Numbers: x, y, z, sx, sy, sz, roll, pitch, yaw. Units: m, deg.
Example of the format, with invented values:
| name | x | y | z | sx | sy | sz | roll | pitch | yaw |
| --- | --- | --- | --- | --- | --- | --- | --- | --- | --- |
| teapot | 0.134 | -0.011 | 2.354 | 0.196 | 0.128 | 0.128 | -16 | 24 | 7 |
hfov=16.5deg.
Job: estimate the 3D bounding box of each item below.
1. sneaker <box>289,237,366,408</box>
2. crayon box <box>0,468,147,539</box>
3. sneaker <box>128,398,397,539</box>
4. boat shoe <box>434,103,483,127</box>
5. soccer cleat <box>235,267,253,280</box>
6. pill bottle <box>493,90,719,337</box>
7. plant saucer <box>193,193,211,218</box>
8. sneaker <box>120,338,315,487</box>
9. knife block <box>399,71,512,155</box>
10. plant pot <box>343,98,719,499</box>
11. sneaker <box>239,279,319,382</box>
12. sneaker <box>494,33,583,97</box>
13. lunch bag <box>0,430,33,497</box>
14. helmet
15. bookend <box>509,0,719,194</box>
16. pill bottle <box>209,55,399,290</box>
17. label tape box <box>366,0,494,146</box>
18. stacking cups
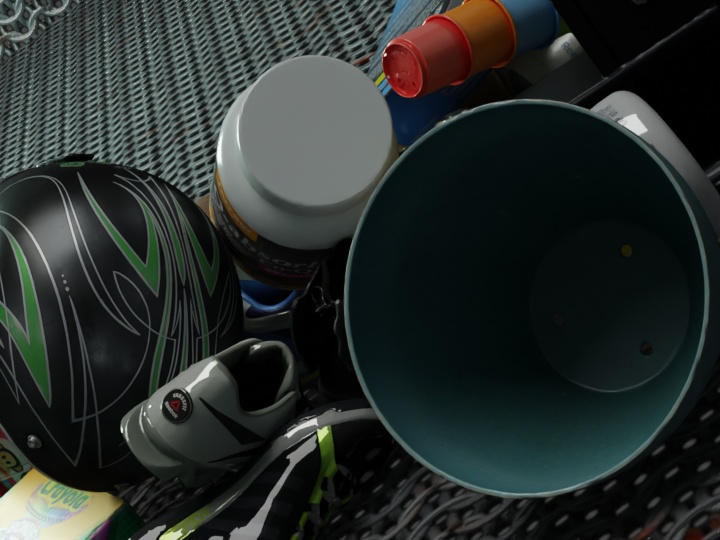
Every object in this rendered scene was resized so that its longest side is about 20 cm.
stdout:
| name | x | y | z | sx | sy | sz | roll | pitch | yaw |
| --- | --- | --- | --- | --- | --- | --- | --- | --- | --- |
| sneaker | 0.010 | 0.023 | 1.526 | 0.060 | 0.105 | 0.200 | 5 | 27 | 21 |
| crayon box | -0.210 | 0.199 | 1.644 | 0.119 | 0.058 | 0.200 | -44 | 18 | -16 |
| sneaker | -0.048 | 0.158 | 1.458 | 0.200 | 0.072 | 0.083 | -36 | 51 | -5 |
| boat shoe | 0.083 | -0.083 | 1.683 | 0.075 | 0.061 | 0.200 | -4 | 3 | -3 |
| soccer cleat | -0.062 | 0.010 | 1.797 | 0.078 | 0.069 | 0.200 | -47 | 7 | 34 |
| pill bottle | 0.108 | -0.005 | 1.444 | 0.200 | 0.109 | 0.109 | -37 | 18 | 1 |
| plant saucer | -0.135 | 0.035 | 1.765 | 0.200 | 0.036 | 0.201 | -164 | 90 | -76 |
| sneaker | -0.058 | 0.083 | 1.508 | 0.089 | 0.074 | 0.200 | -44 | -16 | 17 |
| knife block | 0.052 | -0.111 | 1.807 | 0.200 | 0.064 | 0.176 | -38 | -1 | -1 |
| plant pot | 0.109 | 0.017 | 1.310 | 0.200 | 0.201 | 0.135 | -31 | -15 | 21 |
| sneaker | 0.000 | 0.000 | 1.689 | 0.200 | 0.082 | 0.074 | -32 | 17 | 7 |
| sneaker | 0.139 | -0.152 | 1.764 | 0.087 | 0.075 | 0.200 | -39 | 13 | 5 |
| lunch bag | -0.238 | 0.056 | 1.821 | 0.082 | 0.200 | 0.176 | -20 | 22 | 40 |
| helmet | -0.167 | 0.033 | 1.597 | 0.200 | 0.200 | 0.190 | -43 | 41 | -16 |
| bookend | 0.148 | -0.128 | 1.522 | 0.198 | 0.200 | 0.092 | -32 | 18 | 15 |
| pill bottle | -0.036 | -0.062 | 1.563 | 0.116 | 0.116 | 0.200 | -42 | -6 | -12 |
| label tape box | 0.060 | -0.158 | 1.711 | 0.144 | 0.063 | 0.200 | -47 | 16 | 47 |
| stacking cups | 0.095 | -0.165 | 1.600 | 0.200 | 0.061 | 0.060 | -25 | 6 | -38 |
